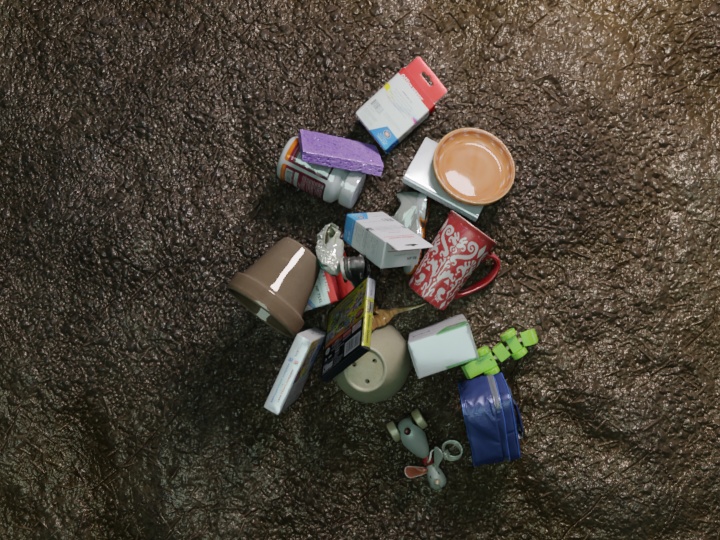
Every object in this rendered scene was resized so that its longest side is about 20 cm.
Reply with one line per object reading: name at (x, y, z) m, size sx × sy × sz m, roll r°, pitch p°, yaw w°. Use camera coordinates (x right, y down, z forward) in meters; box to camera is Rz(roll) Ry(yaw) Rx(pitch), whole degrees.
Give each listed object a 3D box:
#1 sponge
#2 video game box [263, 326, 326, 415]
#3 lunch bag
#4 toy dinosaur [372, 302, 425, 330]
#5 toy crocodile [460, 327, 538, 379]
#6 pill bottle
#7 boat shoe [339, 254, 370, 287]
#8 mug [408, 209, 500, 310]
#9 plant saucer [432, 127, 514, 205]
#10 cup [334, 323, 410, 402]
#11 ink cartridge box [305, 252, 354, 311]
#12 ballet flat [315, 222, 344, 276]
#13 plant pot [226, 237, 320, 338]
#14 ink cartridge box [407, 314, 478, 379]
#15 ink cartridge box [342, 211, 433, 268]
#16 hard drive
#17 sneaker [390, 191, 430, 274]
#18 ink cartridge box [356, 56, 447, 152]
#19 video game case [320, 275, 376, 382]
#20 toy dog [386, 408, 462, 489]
sponge at (-0.048, -0.276, 1.604) m, size 0.195 × 0.113 × 0.030 m, roll 8°, pitch 126°, yaw -18°
video game box at (-0.148, 0.230, 1.611) m, size 0.046 × 0.200 × 0.185 m, roll 28°, pitch 93°, yaw 7°
lunch bag at (0.305, 0.348, 1.578) m, size 0.129 × 0.136 × 0.204 m, roll -12°, pitch 112°, yaw 7°
toy dinosaur at (0.052, 0.108, 1.644) m, size 0.105 × 0.198 × 0.062 m, roll 33°, pitch 128°, yaw 31°
toy crocodile at (0.331, 0.195, 1.630) m, size 0.198 × 0.062 × 0.068 m, roll -34°, pitch 87°, yaw 10°
pill bottle at (-0.093, -0.231, 1.643) m, size 0.197 × 0.110 × 0.111 m, roll 26°, pitch 93°, yaw 6°
boat shoe at (0.000, 0.000, 1.589) m, size 0.056 × 0.200 × 0.069 m, roll -8°, pitch 84°, yaw 11°
mug at (0.225, -0.007, 1.603) m, size 0.176 × 0.133 × 0.202 m, roll 36°, pitch 98°, yaw 7°
plant saucer at (0.263, -0.239, 1.607) m, size 0.195 × 0.038 × 0.205 m, roll 3°, pitch 67°, yaw -6°
cup at (0.019, 0.223, 1.620) m, size 0.195 × 0.143 × 0.206 m, roll 0°, pitch 91°, yaw 6°
ink cartridge box at (-0.119, 0.034, 1.671) m, size 0.196 × 0.067 × 0.119 m, roll -18°, pitch 87°, yaw 7°
ballet flat at (-0.069, -0.060, 1.599) m, size 0.070 × 0.201 × 0.073 m, roll -3°, pitch 117°, yaw -7°
plant pot at (-0.180, 0.028, 1.567) m, size 0.198 × 0.201 × 0.176 m, roll 34°, pitch 74°, yaw 5°
ink cartridge box at (0.187, 0.169, 1.572) m, size 0.142 × 0.200 × 0.089 m, roll -19°, pitch 92°, yaw 5°
ink cartridge box at (0.061, -0.063, 1.568) m, size 0.199 × 0.114 × 0.068 m, roll 39°, pitch 125°, yaw 45°
hard drive at (0.213, -0.217, 1.625) m, size 0.197 × 0.026 × 0.133 m, roll 28°, pitch 67°, yaw 5°
sneaker at (0.112, -0.093, 1.648) m, size 0.090 × 0.076 × 0.205 m, roll 7°, pitch 84°, yaw 14°
ink cartridge box at (0.099, -0.393, 1.633) m, size 0.199 × 0.067 × 0.117 m, roll -41°, pitch 87°, yaw 5°
video game case at (-0.029, 0.135, 1.568) m, size 0.025 × 0.200 × 0.184 m, roll 21°, pitch 53°, yaw -22°
toy dog at (0.145, 0.427, 1.631) m, size 0.199 × 0.096 × 0.133 m, roll 39°, pitch 95°, yaw 5°
